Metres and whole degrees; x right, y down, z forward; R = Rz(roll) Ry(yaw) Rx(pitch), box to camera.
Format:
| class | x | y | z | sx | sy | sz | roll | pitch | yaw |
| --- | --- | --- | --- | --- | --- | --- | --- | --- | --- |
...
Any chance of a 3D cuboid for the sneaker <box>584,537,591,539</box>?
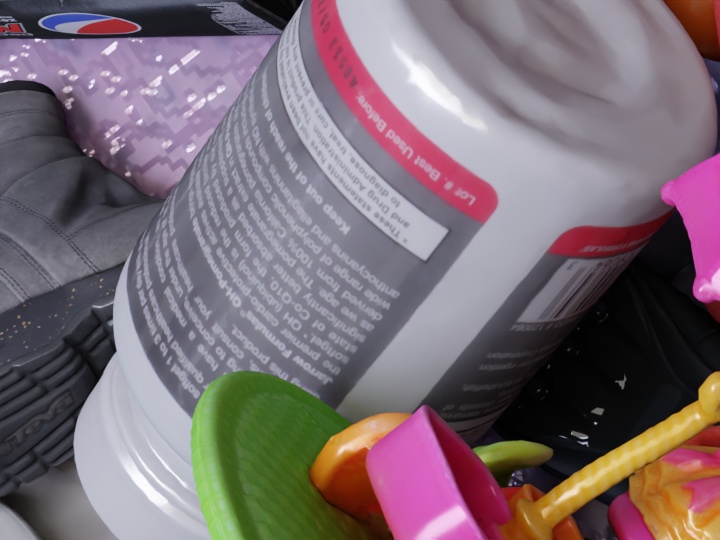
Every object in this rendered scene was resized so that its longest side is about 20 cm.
| class | x | y | z | sx | sy | sz | roll | pitch | yaw |
| --- | --- | --- | --- | --- | --- | --- | --- | --- | --- |
| sneaker | 0.085 | 0.120 | 0.836 | 0.200 | 0.099 | 0.071 | 23 | 87 | 17 |

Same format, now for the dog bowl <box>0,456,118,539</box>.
| class | x | y | z | sx | sy | sz | roll | pitch | yaw |
| --- | --- | --- | --- | --- | --- | --- | --- | --- | --- |
| dog bowl | -0.154 | 0.131 | 0.885 | 0.199 | 0.059 | 0.200 | -8 | 50 | 9 |

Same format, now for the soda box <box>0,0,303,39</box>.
| class | x | y | z | sx | sy | sz | roll | pitch | yaw |
| --- | --- | --- | --- | --- | --- | --- | --- | --- | --- |
| soda box | -0.119 | -0.114 | 0.947 | 0.199 | 0.063 | 0.071 | 1 | 82 | 16 |

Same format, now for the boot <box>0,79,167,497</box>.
| class | x | y | z | sx | sy | sz | roll | pitch | yaw |
| --- | --- | --- | --- | --- | --- | --- | --- | --- | --- |
| boot | -0.079 | -0.021 | 0.916 | 0.200 | 0.070 | 0.132 | -22 | 47 | -14 |

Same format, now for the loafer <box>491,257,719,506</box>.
| class | x | y | z | sx | sy | sz | roll | pitch | yaw |
| --- | --- | --- | --- | --- | --- | --- | --- | --- | --- |
| loafer | 0.093 | 0.047 | 0.860 | 0.200 | 0.070 | 0.068 | 38 | 91 | 31 |

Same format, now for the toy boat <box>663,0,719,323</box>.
| class | x | y | z | sx | sy | sz | roll | pitch | yaw |
| --- | --- | --- | --- | --- | --- | --- | --- | --- | --- |
| toy boat | 0.103 | -0.079 | 0.824 | 0.130 | 0.131 | 0.201 | -1 | 112 | 21 |

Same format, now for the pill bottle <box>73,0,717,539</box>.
| class | x | y | z | sx | sy | sz | roll | pitch | yaw |
| --- | --- | --- | --- | --- | --- | --- | --- | --- | --- |
| pill bottle | 0.000 | 0.000 | 0.793 | 0.111 | 0.111 | 0.200 | 50 | 128 | 16 |

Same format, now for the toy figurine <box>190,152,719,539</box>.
| class | x | y | z | sx | sy | sz | roll | pitch | yaw |
| --- | --- | --- | --- | --- | --- | --- | --- | --- | --- |
| toy figurine | 0.091 | 0.047 | 0.692 | 0.184 | 0.200 | 0.150 | -36 | 49 | 15 |
